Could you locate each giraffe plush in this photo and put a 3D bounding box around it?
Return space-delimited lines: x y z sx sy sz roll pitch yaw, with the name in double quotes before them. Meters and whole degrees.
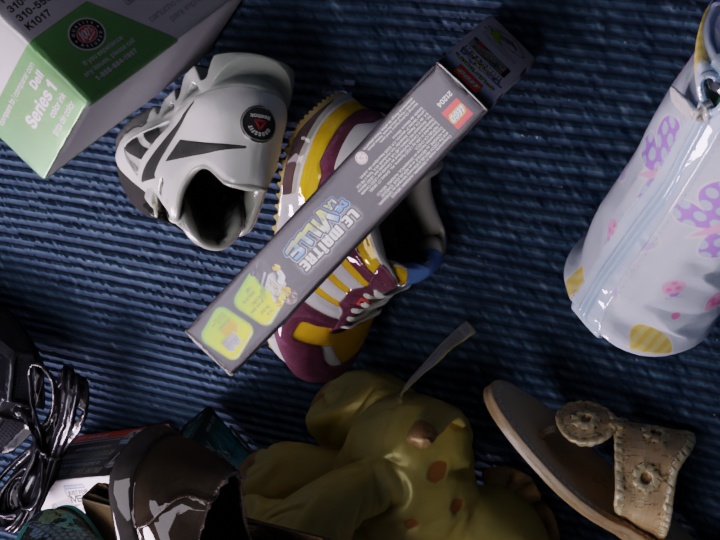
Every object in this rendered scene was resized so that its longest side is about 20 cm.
"giraffe plush" 0.039 0.150 1.385 0.200 0.173 0.162 -37 108 17

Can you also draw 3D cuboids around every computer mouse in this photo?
"computer mouse" -0.258 0.072 1.624 0.200 0.053 0.139 41 120 24

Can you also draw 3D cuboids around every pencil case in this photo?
"pencil case" 0.165 -0.043 1.125 0.083 0.091 0.200 38 141 11

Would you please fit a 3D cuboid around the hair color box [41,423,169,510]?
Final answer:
"hair color box" -0.133 0.207 1.637 0.111 0.064 0.200 -10 116 48

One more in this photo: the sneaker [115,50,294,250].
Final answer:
"sneaker" -0.095 -0.048 1.335 0.074 0.089 0.200 8 161 -17

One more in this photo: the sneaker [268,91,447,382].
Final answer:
"sneaker" 0.000 0.000 1.327 0.090 0.075 0.200 32 140 27

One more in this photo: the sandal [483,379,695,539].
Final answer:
"sandal" 0.164 0.118 1.301 0.070 0.078 0.212 -40 101 20

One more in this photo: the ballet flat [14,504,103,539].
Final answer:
"ballet flat" -0.136 0.227 1.337 0.200 0.074 0.074 51 141 -7

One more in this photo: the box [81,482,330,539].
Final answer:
"box" -0.067 0.217 1.342 0.163 0.021 0.200 10 127 33

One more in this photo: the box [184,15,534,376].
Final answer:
"box" 0.001 -0.039 1.202 0.035 0.110 0.200 44 114 0

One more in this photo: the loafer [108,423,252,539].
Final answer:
"loafer" -0.080 0.177 1.247 0.071 0.073 0.200 11 128 34

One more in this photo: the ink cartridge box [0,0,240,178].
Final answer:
"ink cartridge box" -0.185 -0.173 1.294 0.200 0.145 0.084 44 141 4

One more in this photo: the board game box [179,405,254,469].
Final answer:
"board game box" -0.074 0.169 1.459 0.028 0.200 0.135 -39 97 13
